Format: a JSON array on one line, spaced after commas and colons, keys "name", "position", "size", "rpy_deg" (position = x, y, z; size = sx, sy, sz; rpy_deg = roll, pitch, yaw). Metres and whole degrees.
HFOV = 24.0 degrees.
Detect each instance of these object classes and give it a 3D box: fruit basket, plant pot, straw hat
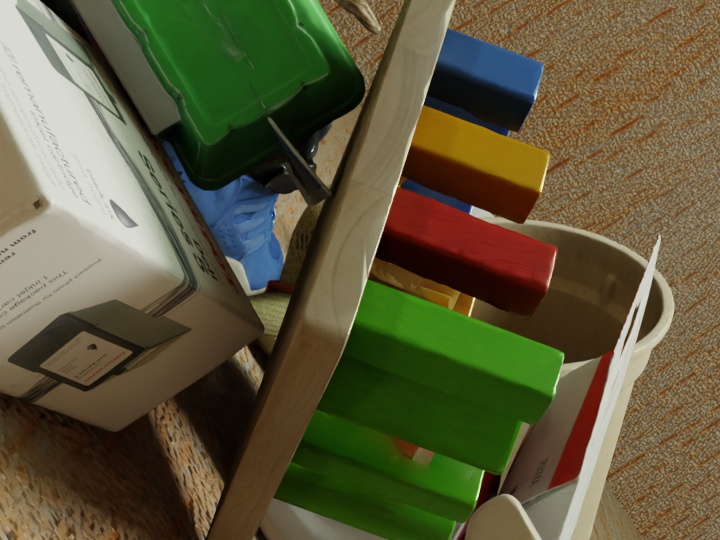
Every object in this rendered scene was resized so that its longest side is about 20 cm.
[{"name": "fruit basket", "position": [-0.072, -0.106, 0.764], "size": [0.186, 0.094, 0.200], "rpy_deg": [59, -8, -4]}, {"name": "plant pot", "position": [0.094, 0.091, 1.105], "size": [0.201, 0.199, 0.184], "rpy_deg": [-110, -161, -60]}, {"name": "straw hat", "position": [0.000, 0.000, 0.895], "size": [0.201, 0.200, 0.086], "rpy_deg": [18, 81, -79]}]

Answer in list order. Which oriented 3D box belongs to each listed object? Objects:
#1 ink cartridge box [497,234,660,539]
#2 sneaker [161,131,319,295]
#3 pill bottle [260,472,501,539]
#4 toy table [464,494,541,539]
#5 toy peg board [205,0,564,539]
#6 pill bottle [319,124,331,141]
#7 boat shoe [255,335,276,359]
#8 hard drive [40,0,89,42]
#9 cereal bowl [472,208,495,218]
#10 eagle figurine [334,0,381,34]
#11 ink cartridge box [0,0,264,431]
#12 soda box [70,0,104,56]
[{"name": "ink cartridge box", "position": [0.100, 0.092, 0.889], "size": [0.050, 0.201, 0.162], "rpy_deg": [16, 26, 12]}, {"name": "sneaker", "position": [-0.063, -0.052, 1.057], "size": [0.077, 0.111, 0.200], "rpy_deg": [60, 8, 27]}, {"name": "pill bottle", "position": [0.016, 0.104, 0.903], "size": [0.113, 0.112, 0.200], "rpy_deg": [58, 7, 9]}, {"name": "toy table", "position": [0.066, 0.209, 0.767], "size": [0.184, 0.117, 0.200], "rpy_deg": [58, 6, 9]}, {"name": "toy peg board", "position": [0.024, 0.010, 0.700], "size": [0.097, 0.200, 0.200], "rpy_deg": [21, 55, -3]}, {"name": "pill bottle", "position": [-0.107, -0.174, 1.293], "size": [0.200, 0.112, 0.112], "rpy_deg": [59, 7, 12]}, {"name": "boat shoe", "position": [-0.020, 0.039, 1.129], "size": [0.072, 0.066, 0.201], "rpy_deg": [57, 7, 7]}, {"name": "hard drive", "position": [-0.188, -0.145, 0.838], "size": [0.200, 0.042, 0.135], "rpy_deg": [60, 8, 20]}, {"name": "cereal bowl", "position": [0.057, 0.039, 1.356], "size": [0.200, 0.083, 0.201], "rpy_deg": [30, -45, 34]}, {"name": "eagle figurine", "position": [-0.107, -0.180, 0.959], "size": [0.200, 0.151, 0.152], "rpy_deg": [-18, 114, -45]}, {"name": "ink cartridge box", "position": [-0.131, -0.034, 0.625], "size": [0.146, 0.084, 0.200], "rpy_deg": [60, 7, 20]}, {"name": "soda box", "position": [-0.165, -0.172, 1.088], "size": [0.200, 0.063, 0.070], "rpy_deg": [62, 9, 30]}]
